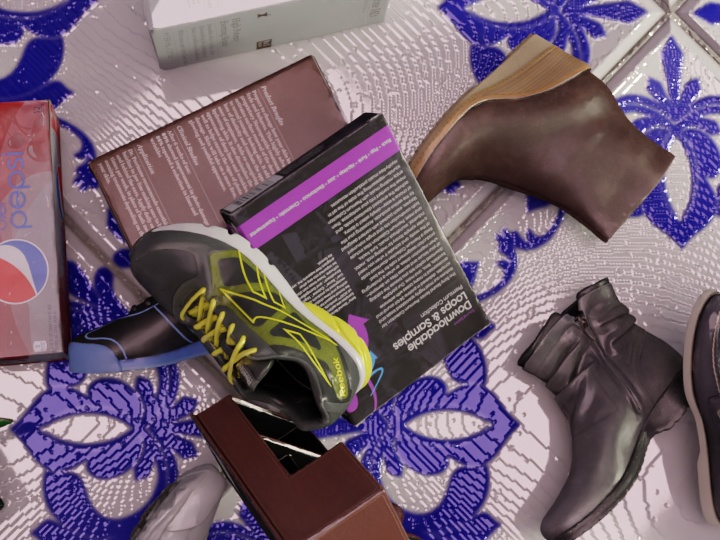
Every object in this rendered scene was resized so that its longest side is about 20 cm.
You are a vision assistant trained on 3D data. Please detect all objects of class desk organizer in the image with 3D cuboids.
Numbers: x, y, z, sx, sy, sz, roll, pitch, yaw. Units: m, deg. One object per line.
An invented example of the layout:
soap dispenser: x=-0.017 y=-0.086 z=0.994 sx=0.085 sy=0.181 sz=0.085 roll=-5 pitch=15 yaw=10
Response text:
desk organizer: x=-0.046 y=0.153 z=0.888 sx=0.077 sy=0.200 sz=0.072 roll=-32 pitch=122 yaw=-12

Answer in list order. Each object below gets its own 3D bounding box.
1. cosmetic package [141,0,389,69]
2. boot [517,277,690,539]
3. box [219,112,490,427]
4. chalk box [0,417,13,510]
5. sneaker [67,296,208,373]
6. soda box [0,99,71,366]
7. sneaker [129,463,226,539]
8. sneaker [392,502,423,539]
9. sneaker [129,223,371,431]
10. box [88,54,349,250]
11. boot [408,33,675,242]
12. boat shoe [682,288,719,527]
cosmetic package: x=-0.077 y=-0.228 z=0.992 sx=0.198 sy=0.102 sz=0.075 roll=-12 pitch=83 yaw=-5
boot: x=0.173 y=0.113 z=0.986 sx=0.131 sy=0.070 sz=0.200 roll=41 pitch=68 yaw=2
box: x=0.000 y=0.000 z=0.952 sx=0.143 sy=0.036 sz=0.201 roll=-35 pitch=110 yaw=-15
chalk box: x=-0.350 y=0.157 z=0.899 sx=0.199 sy=0.125 sz=0.124 roll=-36 pitch=86 yaw=-10
sneaker: x=-0.134 y=0.029 z=0.961 sx=0.198 sy=0.070 sz=0.079 roll=-12 pitch=93 yaw=-16
soda box: x=-0.268 y=-0.028 z=0.963 sx=0.069 sy=0.063 sz=0.202 roll=-4 pitch=81 yaw=-6
sneaker: x=-0.143 y=0.246 z=0.936 sx=0.099 sy=0.078 sz=0.201 roll=29 pitch=89 yaw=-7
sneaker: x=0.019 y=0.273 z=0.943 sx=0.115 sy=0.075 sz=0.202 roll=-16 pitch=112 yaw=-44
sneaker: x=-0.082 y=0.039 z=0.878 sx=0.199 sy=0.085 sz=0.075 roll=31 pitch=123 yaw=-4
box: x=-0.105 y=-0.080 z=0.982 sx=0.199 sy=0.075 sz=0.101 roll=-26 pitch=84 yaw=-7
boot: x=0.143 y=-0.082 z=1.003 sx=0.166 sy=0.072 sz=0.200 roll=44 pitch=77 yaw=4
boat shoe: x=0.299 y=0.111 z=0.960 sx=0.072 sy=0.062 sz=0.202 roll=-23 pitch=110 yaw=-42
